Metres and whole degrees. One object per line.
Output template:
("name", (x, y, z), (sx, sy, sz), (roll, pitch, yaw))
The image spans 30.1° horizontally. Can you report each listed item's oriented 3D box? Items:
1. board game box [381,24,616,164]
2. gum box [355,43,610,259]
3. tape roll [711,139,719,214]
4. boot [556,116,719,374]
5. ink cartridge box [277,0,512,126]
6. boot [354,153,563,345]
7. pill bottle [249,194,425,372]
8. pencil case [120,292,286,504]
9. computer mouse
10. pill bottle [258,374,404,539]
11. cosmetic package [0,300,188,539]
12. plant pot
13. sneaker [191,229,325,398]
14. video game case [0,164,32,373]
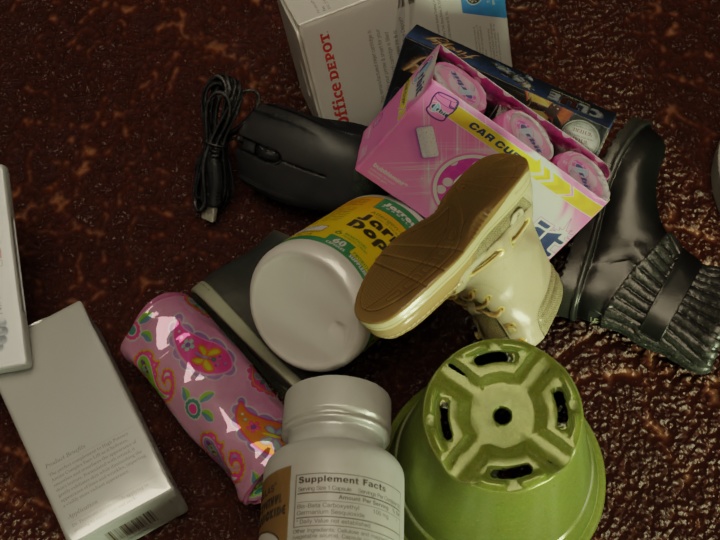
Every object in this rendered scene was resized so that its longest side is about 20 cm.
("board game box", (0.116, -0.122, 1.226), (0.199, 0.136, 0.035), (25, 36, 10))
("gum box", (0.110, -0.086, 1.157), (0.200, 0.114, 0.066), (33, 35, -16))
("tape roll", (0.432, -0.088, 1.253), (0.202, 0.037, 0.204), (-1, 67, 2))
("boot", (0.278, -0.023, 1.206), (0.157, 0.079, 0.212), (18, 79, 17))
("ink cartridge box", (0.034, -0.229, 1.264), (0.199, 0.147, 0.086), (-21, 48, -6))
("boot", (0.088, 0.021, 1.093), (0.073, 0.156, 0.200), (15, 51, 40))
("pill bottle", (0.000, 0.000, 1.151), (0.113, 0.113, 0.200), (32, 31, 15))
("pencil case", (-0.128, 0.110, 1.172), (0.087, 0.088, 0.200), (-39, 70, -13))
("computer mouse", (-0.059, -0.096, 1.239), (0.199, 0.053, 0.139), (11, 110, 2))
("pill bottle", (-0.022, 0.191, 1.047), (0.114, 0.115, 0.201), (0, 58, 3))
("cosmetic package", (-0.240, 0.140, 1.168), (0.101, 0.074, 0.200), (-27, 66, -8))
("plant pot", (0.110, 0.142, 1.086), (0.199, 0.190, 0.201), (-1, 66, 3))
("sneaker", (-0.051, 0.049, 1.195), (0.106, 0.075, 0.200), (-41, 70, -14))
("video game case", (-0.395, 0.012, 1.163), (0.199, 0.023, 0.183), (-10, 79, 0))
